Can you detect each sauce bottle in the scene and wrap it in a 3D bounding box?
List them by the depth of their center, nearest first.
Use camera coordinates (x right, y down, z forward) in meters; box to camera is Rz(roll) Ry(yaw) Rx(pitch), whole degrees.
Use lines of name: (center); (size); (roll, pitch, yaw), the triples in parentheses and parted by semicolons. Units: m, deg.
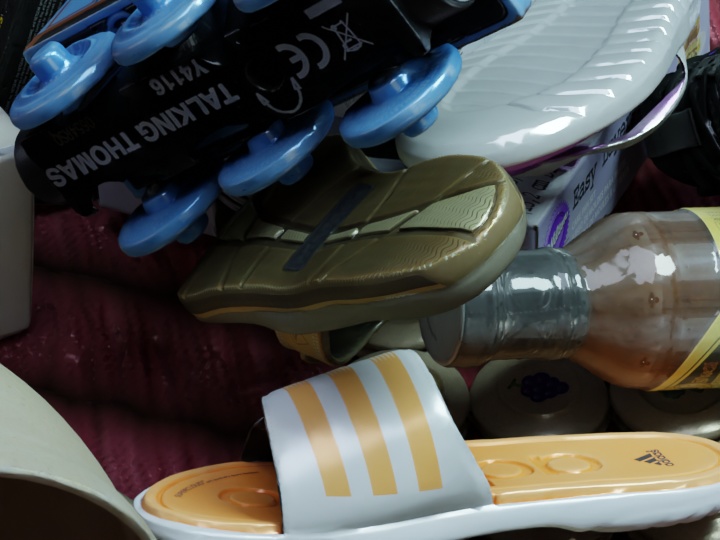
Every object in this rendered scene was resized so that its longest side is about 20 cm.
sauce bottle: (0.118, 0.010, 1.032); (0.200, 0.065, 0.065); (-2, 41, -20)

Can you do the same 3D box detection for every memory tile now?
memory tile: (0.064, 0.062, 1.039); (0.153, 0.017, 0.200); (-1, 43, 0)

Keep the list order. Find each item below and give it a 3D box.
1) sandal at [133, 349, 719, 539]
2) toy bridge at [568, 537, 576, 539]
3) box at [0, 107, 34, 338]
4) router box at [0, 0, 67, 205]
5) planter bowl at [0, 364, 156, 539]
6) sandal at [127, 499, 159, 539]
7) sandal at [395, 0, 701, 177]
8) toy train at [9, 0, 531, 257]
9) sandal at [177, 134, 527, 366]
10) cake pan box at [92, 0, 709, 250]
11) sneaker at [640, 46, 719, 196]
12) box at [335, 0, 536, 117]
sandal: (0.026, 0.053, 0.972); (0.207, 0.059, 0.079); (-5, 14, -17)
toy bridge: (0.107, 0.165, 0.905); (0.067, 0.027, 0.200); (-28, 55, -29)
box: (-0.203, -0.055, 1.111); (0.078, 0.095, 0.200); (-20, 47, -29)
router box: (-0.129, -0.147, 1.134); (0.051, 0.200, 0.149); (1, 37, -31)
planter bowl: (-0.171, 0.083, 0.878); (0.200, 0.200, 0.135); (-18, 50, -18)
sandal: (-0.136, 0.073, 0.991); (0.200, 0.054, 0.080); (18, 46, 19)
sandal: (0.079, -0.062, 1.055); (0.082, 0.050, 0.203); (-3, 21, 28)
toy train: (-0.032, -0.081, 0.995); (0.200, 0.087, 0.114); (-24, 25, 37)
sandal: (0.000, 0.000, 0.974); (0.080, 0.054, 0.200); (-47, 21, -18)
cake pan box: (0.017, -0.070, 1.147); (0.184, 0.052, 0.200); (14, 41, 21)
sneaker: (0.150, -0.054, 1.078); (0.099, 0.070, 0.200); (-8, -1, 10)
box: (0.045, -0.151, 1.120); (0.060, 0.117, 0.200); (15, 42, 23)
